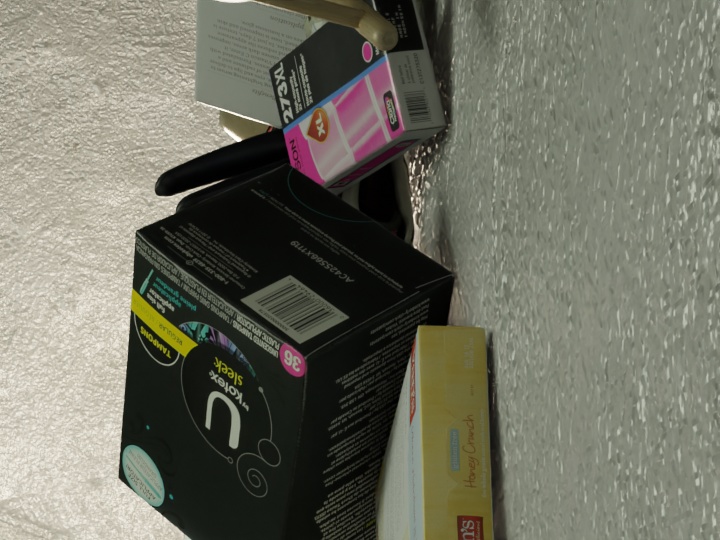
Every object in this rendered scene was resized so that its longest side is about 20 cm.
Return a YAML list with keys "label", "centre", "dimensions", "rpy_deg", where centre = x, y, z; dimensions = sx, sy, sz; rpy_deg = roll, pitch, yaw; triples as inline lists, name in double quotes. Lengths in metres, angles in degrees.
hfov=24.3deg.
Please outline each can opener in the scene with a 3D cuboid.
- label: "can opener"
  centre: [-0.061, -0.082, 1.220]
  dimensions: [0.063, 0.200, 0.079]
  rpy_deg: [45, 142, 38]

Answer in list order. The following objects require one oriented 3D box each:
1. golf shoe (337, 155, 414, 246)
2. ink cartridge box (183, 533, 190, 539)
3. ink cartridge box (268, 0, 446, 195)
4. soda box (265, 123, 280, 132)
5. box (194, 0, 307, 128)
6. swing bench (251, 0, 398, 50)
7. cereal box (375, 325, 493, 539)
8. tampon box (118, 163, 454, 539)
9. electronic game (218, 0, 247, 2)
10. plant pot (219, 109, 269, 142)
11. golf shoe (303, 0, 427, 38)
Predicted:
- label: "golf shoe"
  centre: [0.000, 0.000, 1.156]
  dimensions: [0.088, 0.077, 0.200]
  rpy_deg: [164, 105, -72]
- label: "ink cartridge box"
  centre: [-0.073, 0.167, 1.438]
  dimensions: [0.083, 0.146, 0.200]
  rpy_deg: [-12, 72, 40]
- label: "ink cartridge box"
  centre: [-0.014, -0.107, 1.089]
  dimensions: [0.200, 0.037, 0.095]
  rpy_deg: [-29, 73, 62]
- label: "soda box"
  centre: [-0.057, -0.076, 1.341]
  dimensions: [0.071, 0.063, 0.200]
  rpy_deg: [-54, 10, 35]
- label: "box"
  centre: [-0.049, -0.234, 1.300]
  dimensions: [0.200, 0.106, 0.152]
  rpy_deg: [96, -163, -45]
- label: "swing bench"
  centre: [-0.018, -0.249, 0.899]
  dimensions: [0.200, 0.130, 0.199]
  rpy_deg: [-101, 28, -67]
- label: "cereal box"
  centre: [0.037, 0.138, 0.883]
  dimensions: [0.200, 0.039, 0.144]
  rpy_deg: [102, 169, -59]
- label: "tampon box"
  centre: [-0.050, 0.069, 1.009]
  dimensions: [0.150, 0.126, 0.200]
  rpy_deg: [34, 132, 31]
- label: "electronic game"
  centre: [-0.065, -0.274, 1.106]
  dimensions: [0.042, 0.200, 0.200]
  rpy_deg: [20, -115, -51]
- label: "plant pot"
  centre: [-0.059, -0.174, 1.505]
  dimensions: [0.200, 0.134, 0.201]
  rpy_deg: [-177, 90, -85]
- label: "golf shoe"
  centre: [0.004, -0.145, 1.166]
  dimensions: [0.200, 0.078, 0.097]
  rpy_deg: [115, 150, -79]
